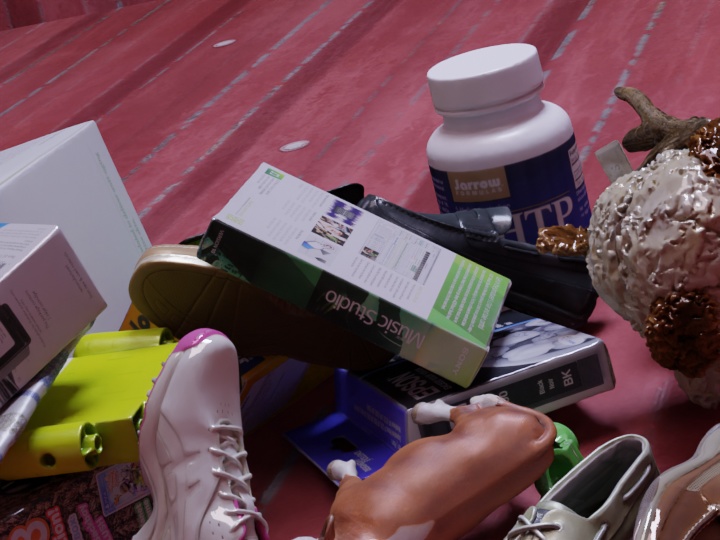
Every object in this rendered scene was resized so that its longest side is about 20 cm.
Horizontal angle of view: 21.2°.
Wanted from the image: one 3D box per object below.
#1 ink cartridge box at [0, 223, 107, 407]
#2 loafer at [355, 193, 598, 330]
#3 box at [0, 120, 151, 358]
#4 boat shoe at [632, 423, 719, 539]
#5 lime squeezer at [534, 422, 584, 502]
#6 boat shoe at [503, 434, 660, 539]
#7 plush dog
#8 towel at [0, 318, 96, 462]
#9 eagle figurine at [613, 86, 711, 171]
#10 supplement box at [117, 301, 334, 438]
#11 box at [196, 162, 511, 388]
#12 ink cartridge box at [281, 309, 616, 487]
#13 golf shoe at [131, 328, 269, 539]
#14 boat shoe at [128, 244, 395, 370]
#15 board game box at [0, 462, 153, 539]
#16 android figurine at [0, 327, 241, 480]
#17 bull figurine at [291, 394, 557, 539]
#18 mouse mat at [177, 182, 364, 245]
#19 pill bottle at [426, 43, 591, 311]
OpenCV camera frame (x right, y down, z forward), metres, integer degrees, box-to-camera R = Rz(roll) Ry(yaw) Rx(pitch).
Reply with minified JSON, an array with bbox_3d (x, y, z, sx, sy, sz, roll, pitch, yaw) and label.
[{"bbox_3d":[-0.267,0.055,1.177,0.116,0.068,0.200,3,39,46],"label":"ink cartridge box"},{"bbox_3d":[0.091,-0.019,1.461,0.200,0.070,0.068,23,-2,-9],"label":"loafer"},{"bbox_3d":[-0.286,0.014,1.573,0.171,0.199,0.200,-16,16,27],"label":"box"},{"bbox_3d":[0.206,0.138,1.056,0.072,0.076,0.200,-1,24,31],"label":"boat shoe"},{"bbox_3d":[0.108,0.128,1.217,0.071,0.038,0.200,-15,19,0],"label":"lime squeezer"},{"bbox_3d":[0.107,0.159,1.083,0.072,0.062,0.200,1,25,39],"label":"boat shoe"},{"bbox_3d":[0.203,-0.020,1.233,0.160,0.200,0.172,11,-6,-3],"label":"plush dog"},{"bbox_3d":[-0.254,0.094,1.200,0.147,0.024,0.200,-15,29,26],"label":"towel"},{"bbox_3d":[0.291,-0.058,1.406,0.151,0.200,0.152,-34,37,37],"label":"eagle figurine"},{"bbox_3d":[-0.080,0.039,1.445,0.110,0.109,0.200,41,42,14],"label":"supplement box"},{"bbox_3d":[0.000,0.000,1.306,0.200,0.036,0.144,25,21,3],"label":"box"},{"bbox_3d":[0.051,0.084,1.345,0.200,0.043,0.198,-20,10,-12],"label":"ink cartridge box"},{"bbox_3d":[-0.085,0.136,1.129,0.091,0.200,0.075,7,-1,33],"label":"golf shoe"},{"bbox_3d":[-0.067,0.016,1.345,0.200,0.074,0.069,16,36,-22],"label":"boat shoe"},{"bbox_3d":[-0.219,0.167,1.257,0.159,0.097,0.200,4,25,44],"label":"board game box"},{"bbox_3d":[-0.182,0.088,1.246,0.200,0.041,0.182,-7,20,18],"label":"android figurine"},{"bbox_3d":[0.026,0.140,1.180,0.200,0.065,0.121,-26,17,-8],"label":"bull figurine"},{"bbox_3d":[-0.074,-0.004,1.595,0.161,0.008,0.200,-19,-22,-10],"label":"mouse mat"},{"bbox_3d":[0.118,-0.073,1.545,0.120,0.200,0.120,-14,18,4],"label":"pill bottle"}]
